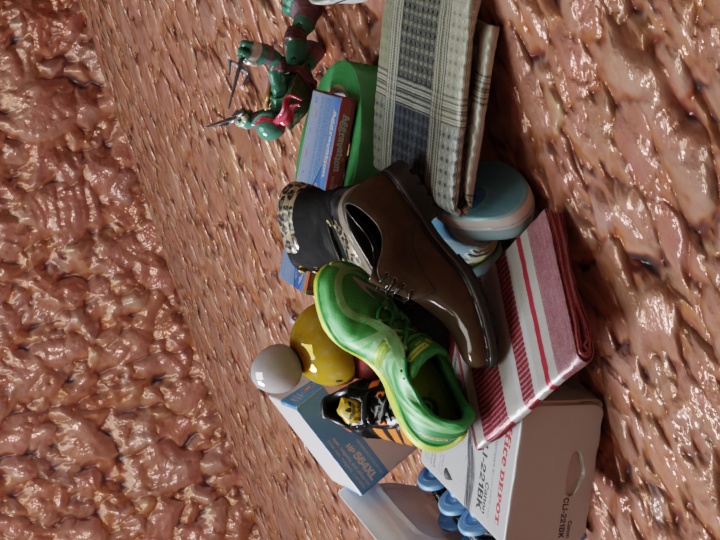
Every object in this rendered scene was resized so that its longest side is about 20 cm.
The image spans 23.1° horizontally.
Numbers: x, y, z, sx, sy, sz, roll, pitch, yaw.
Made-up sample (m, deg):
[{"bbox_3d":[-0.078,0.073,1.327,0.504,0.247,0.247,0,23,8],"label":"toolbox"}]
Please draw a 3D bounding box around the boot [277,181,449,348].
[{"bbox_3d":[0.000,0.000,1.689,0.150,0.073,0.200,15,137,56],"label":"boot"}]

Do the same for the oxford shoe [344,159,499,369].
[{"bbox_3d":[0.051,0.009,1.551,0.200,0.084,0.073,57,163,9],"label":"oxford shoe"}]

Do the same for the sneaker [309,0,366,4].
[{"bbox_3d":[-0.008,-0.299,1.648,0.200,0.088,0.074,113,136,-68],"label":"sneaker"}]

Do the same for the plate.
[{"bbox_3d":[0.099,0.277,1.896,0.200,0.199,0.032,40,116,62],"label":"plate"}]

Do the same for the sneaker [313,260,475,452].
[{"bbox_3d":[0.037,0.068,1.570,0.200,0.074,0.084,52,146,-2],"label":"sneaker"}]

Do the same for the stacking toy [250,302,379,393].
[{"bbox_3d":[-0.021,0.070,1.777,0.146,0.200,0.146,54,160,31],"label":"stacking toy"}]

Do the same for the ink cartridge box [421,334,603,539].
[{"bbox_3d":[0.138,0.153,1.654,0.200,0.084,0.145,-141,54,-62],"label":"ink cartridge box"}]

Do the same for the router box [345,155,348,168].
[{"bbox_3d":[0.042,-0.041,1.884,0.200,0.051,0.150,-146,36,-66],"label":"router box"}]

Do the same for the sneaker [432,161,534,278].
[{"bbox_3d":[0.113,-0.031,1.617,0.200,0.080,0.131,17,144,59],"label":"sneaker"}]

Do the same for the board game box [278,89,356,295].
[{"bbox_3d":[-0.044,-0.081,1.796,0.103,0.019,0.201,-148,68,-70],"label":"board game box"}]

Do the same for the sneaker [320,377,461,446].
[{"bbox_3d":[0.027,0.138,1.697,0.200,0.090,0.070,171,98,-68],"label":"sneaker"}]

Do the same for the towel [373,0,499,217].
[{"bbox_3d":[0.064,-0.166,1.574,0.193,0.034,0.201,-144,55,-63],"label":"towel"}]

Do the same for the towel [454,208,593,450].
[{"bbox_3d":[0.138,0.055,1.535,0.200,0.023,0.144,129,138,-54],"label":"towel"}]

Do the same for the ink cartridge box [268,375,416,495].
[{"bbox_3d":[0.025,0.129,1.933,0.125,0.200,0.129,54,168,-11],"label":"ink cartridge box"}]

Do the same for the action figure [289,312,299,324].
[{"bbox_3d":[-0.005,0.014,2.118,0.149,0.134,0.200,-10,119,33],"label":"action figure"}]

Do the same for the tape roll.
[{"bbox_3d":[-0.014,-0.115,1.825,0.200,0.048,0.201,-173,90,-71],"label":"tape roll"}]

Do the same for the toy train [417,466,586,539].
[{"bbox_3d":[0.139,0.233,1.778,0.087,0.114,0.200,64,170,-26],"label":"toy train"}]

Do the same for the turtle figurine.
[{"bbox_3d":[-0.094,-0.202,1.929,0.100,0.200,0.150,24,141,0],"label":"turtle figurine"}]
